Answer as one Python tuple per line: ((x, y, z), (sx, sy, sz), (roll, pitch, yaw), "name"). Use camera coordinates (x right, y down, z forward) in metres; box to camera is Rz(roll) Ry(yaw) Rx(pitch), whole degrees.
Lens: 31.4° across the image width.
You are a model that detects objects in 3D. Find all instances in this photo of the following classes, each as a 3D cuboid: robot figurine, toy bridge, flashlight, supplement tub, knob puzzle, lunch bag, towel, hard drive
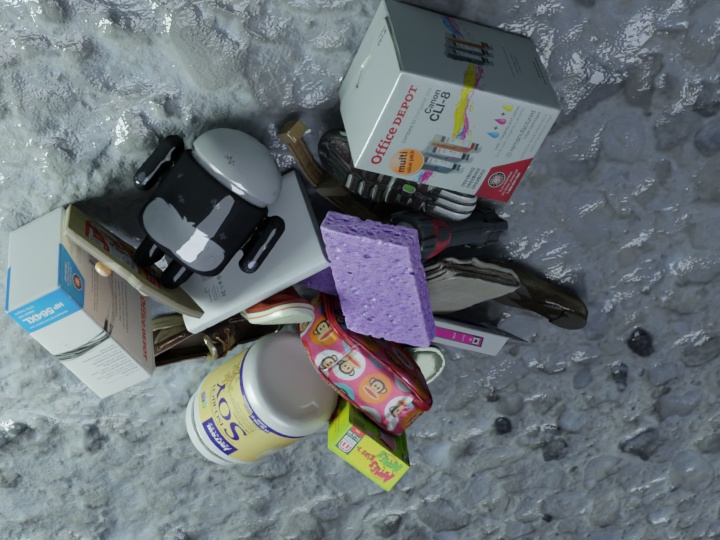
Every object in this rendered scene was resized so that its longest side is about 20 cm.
((-0.181, -0.074, 1.514), (0.150, 0.125, 0.200), (31, 102, -40), "robot figurine")
((-0.031, -0.105, 1.568), (0.200, 0.067, 0.027), (45, 71, -23), "toy bridge")
((0.103, -0.047, 1.600), (0.200, 0.068, 0.068), (-10, 143, -56), "flashlight")
((-0.139, 0.181, 1.753), (0.145, 0.146, 0.200), (21, 145, -29), "supplement tub")
((-0.273, 0.004, 1.522), (0.220, 0.220, 0.030), (37, 92, -37), "knob puzzle")
((0.003, 0.115, 1.723), (0.082, 0.176, 0.200), (-43, 109, 10), "lunch bag")
((0.109, 0.021, 1.665), (0.132, 0.035, 0.200), (-19, 164, 29), "towel")
((-0.144, -0.023, 1.588), (0.200, 0.132, 0.027), (-27, 156, 15), "hard drive")

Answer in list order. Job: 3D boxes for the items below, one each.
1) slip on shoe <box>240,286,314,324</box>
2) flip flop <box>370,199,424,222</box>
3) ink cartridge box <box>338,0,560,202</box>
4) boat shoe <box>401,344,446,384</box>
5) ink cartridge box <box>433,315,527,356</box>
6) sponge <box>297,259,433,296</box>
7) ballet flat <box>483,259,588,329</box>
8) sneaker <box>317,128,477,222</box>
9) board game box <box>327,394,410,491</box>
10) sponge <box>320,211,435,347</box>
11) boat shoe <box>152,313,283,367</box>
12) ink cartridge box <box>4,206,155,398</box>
((-0.111, 0.035, 1.624), (0.074, 0.200, 0.061), (-1, 95, -19), "slip on shoe")
((0.035, -0.053, 1.643), (0.081, 0.058, 0.200), (30, 122, -34), "flip flop")
((0.095, -0.192, 1.457), (0.200, 0.145, 0.145), (11, 131, -20), "ink cartridge box")
((0.028, 0.150, 1.845), (0.201, 0.061, 0.072), (-23, 106, 9), "boat shoe")
((0.124, 0.082, 1.771), (0.200, 0.095, 0.037), (12, 96, -24), "ink cartridge box")
((0.000, 0.000, 1.649), (0.111, 0.030, 0.200), (-24, 155, 31), "sponge")
((0.237, 0.027, 1.780), (0.200, 0.046, 0.067), (24, 147, -23), "ballet flat")
((0.050, -0.135, 1.542), (0.200, 0.116, 0.076), (24, 130, -4), "sneaker")
((0.009, 0.211, 1.727), (0.102, 0.200, 0.048), (38, 102, -11), "board game box")
((0.024, 0.015, 1.528), (0.111, 0.030, 0.200), (12, 145, 20), "sponge")
((-0.198, 0.093, 1.730), (0.199, 0.072, 0.072), (-8, 136, -5), "boat shoe")
((-0.347, 0.043, 1.598), (0.084, 0.146, 0.200), (-25, 134, 12), "ink cartridge box")
